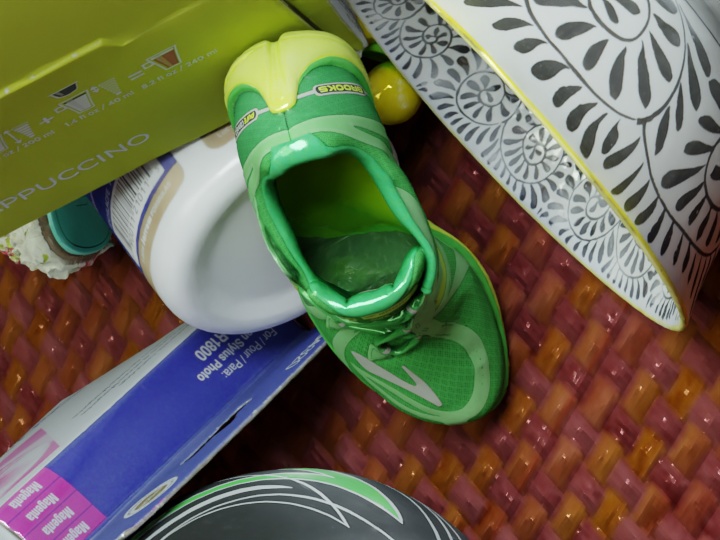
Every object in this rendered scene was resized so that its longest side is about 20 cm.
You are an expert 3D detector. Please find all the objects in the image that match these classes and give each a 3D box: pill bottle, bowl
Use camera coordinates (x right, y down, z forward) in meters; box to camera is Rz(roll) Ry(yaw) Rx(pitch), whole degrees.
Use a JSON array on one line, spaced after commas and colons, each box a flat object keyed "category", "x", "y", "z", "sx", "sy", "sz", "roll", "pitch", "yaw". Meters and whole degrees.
[{"category": "pill bottle", "x": -0.079, "y": -0.077, "z": 1.262, "sx": 0.200, "sy": 0.116, "sz": 0.116, "roll": 52, "pitch": 126, "yaw": 35}, {"category": "bowl", "x": 0.082, "y": -0.082, "z": 1.082, "sx": 0.094, "sy": 0.201, "sz": 0.201, "roll": -43, "pitch": 54, "yaw": -4}]

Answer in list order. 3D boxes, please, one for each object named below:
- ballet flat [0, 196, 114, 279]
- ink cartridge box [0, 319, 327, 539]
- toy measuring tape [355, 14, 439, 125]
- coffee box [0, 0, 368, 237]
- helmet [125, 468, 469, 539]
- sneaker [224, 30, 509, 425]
[{"category": "ballet flat", "x": -0.155, "y": -0.095, "z": 1.374, "sx": 0.064, "sy": 0.076, "sz": 0.200, "roll": -6, "pitch": 85, "yaw": 46}, {"category": "ink cartridge box", "x": -0.114, "y": 0.081, "z": 1.255, "sx": 0.043, "sy": 0.196, "sz": 0.200, "roll": 52, "pitch": 132, "yaw": -5}, {"category": "toy measuring tape", "x": 0.011, "y": -0.157, "z": 1.208, "sx": 0.074, "sy": 0.074, "sz": 0.200, "roll": -4, "pitch": 80, "yaw": 46}, {"category": "coffee box", "x": -0.143, "y": -0.149, "z": 1.117, "sx": 0.199, "sy": 0.200, "sz": 0.198, "roll": -27, "pitch": 69, "yaw": 7}, {"category": "helmet", "x": -0.027, "y": 0.170, "z": 1.166, "sx": 0.200, "sy": 0.190, "sz": 0.200, "roll": 159, "pitch": 90, "yaw": -82}, {"category": "sneaker", "x": 0.000, "y": 0.000, "z": 1.143, "sx": 0.074, "sy": 0.200, "sz": 0.084, "roll": -21, "pitch": 41, "yaw": 13}]
